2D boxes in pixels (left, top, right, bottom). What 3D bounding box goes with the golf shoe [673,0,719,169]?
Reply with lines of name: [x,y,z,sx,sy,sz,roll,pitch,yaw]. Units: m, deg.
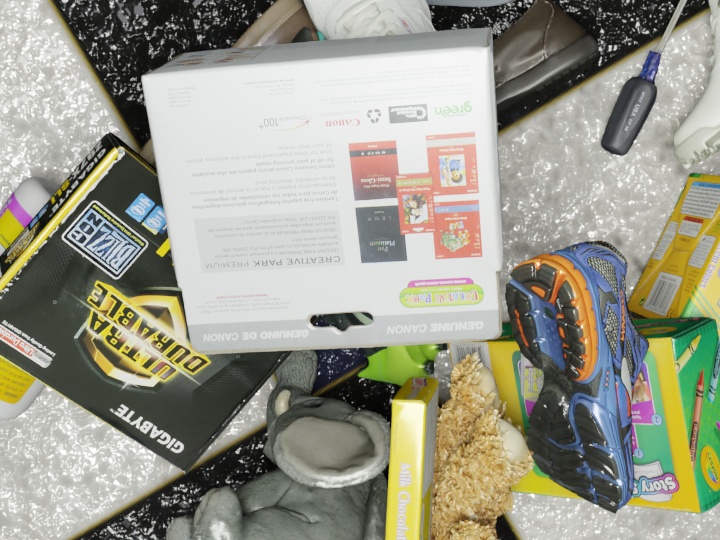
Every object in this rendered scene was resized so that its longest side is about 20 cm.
golf shoe: [0.290,-0.170,0.818,0.097,0.078,0.200,41,87,12]

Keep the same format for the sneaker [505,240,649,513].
sneaker: [0.152,0.070,0.683,0.078,0.075,0.201,-31,124,-30]

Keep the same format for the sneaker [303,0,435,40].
sneaker: [0.026,-0.148,0.724,0.075,0.100,0.200,-37,85,7]

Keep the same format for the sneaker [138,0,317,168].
sneaker: [-0.095,-0.111,0.801,0.075,0.070,0.200,42,94,-11]

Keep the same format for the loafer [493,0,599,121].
loafer: [0.078,-0.139,0.810,0.199,0.073,0.072,-29,84,0]

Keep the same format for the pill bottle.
pill bottle: [-0.260,0.037,0.792,0.104,0.104,0.200,38,93,-5]

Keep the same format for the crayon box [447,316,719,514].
crayon box: [0.162,0.100,0.775,0.058,0.199,0.119,-17,98,-42]

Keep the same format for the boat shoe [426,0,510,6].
boat shoe: [0.022,-0.243,0.797,0.199,0.070,0.067,4,73,4]

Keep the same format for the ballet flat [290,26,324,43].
ballet flat: [-0.059,-0.075,0.773,0.068,0.068,0.201,-4,122,-8]

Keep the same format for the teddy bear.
teddy bear: [0.067,0.154,0.781,0.066,0.200,0.146,-6,61,-21]

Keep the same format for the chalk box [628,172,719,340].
chalk box: [0.327,0.023,0.803,0.199,0.124,0.124,23,95,-5]

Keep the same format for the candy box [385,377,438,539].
candy box: [0.032,0.176,0.708,0.026,0.102,0.201,3,92,6]

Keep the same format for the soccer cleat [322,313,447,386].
soccer cleat: [0.000,0.000,0.796,0.081,0.068,0.201,-5,115,31]

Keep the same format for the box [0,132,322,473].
box: [-0.148,0.027,0.749,0.160,0.049,0.200,-49,121,-1]

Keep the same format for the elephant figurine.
elephant figurine: [-0.029,0.147,0.755,0.155,0.141,0.200,44,58,-5]

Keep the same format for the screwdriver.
screwdriver: [0.233,-0.183,0.828,0.029,0.028,0.201,22,93,25]

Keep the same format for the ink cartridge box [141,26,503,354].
ink cartridge box: [-0.014,-0.047,0.657,0.199,0.084,0.177,-2,110,9]
